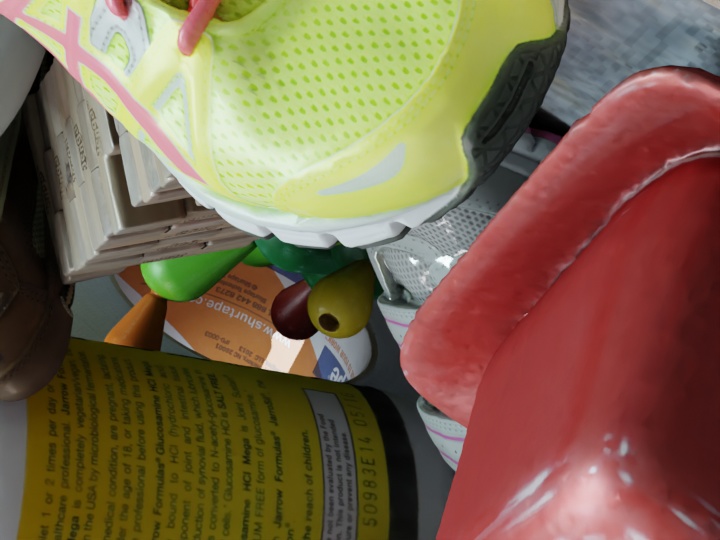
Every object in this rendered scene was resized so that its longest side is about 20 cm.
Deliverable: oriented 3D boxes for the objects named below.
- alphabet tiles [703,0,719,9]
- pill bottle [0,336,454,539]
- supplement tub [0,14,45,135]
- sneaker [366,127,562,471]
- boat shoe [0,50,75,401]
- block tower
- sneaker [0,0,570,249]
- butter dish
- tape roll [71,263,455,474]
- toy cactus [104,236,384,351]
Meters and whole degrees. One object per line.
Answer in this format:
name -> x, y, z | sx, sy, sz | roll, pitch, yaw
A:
alphabet tiles -> -0.008, -0.105, 0.462 | 0.200, 0.015, 0.196 | 31, 172, 2
pill bottle -> -0.080, 0.077, 0.830 | 0.199, 0.113, 0.112 | 11, -179, -23
supplement tub -> -0.179, -0.088, 0.752 | 0.140, 0.141, 0.200 | 35, 172, -29
sneaker -> 0.049, 0.021, 0.764 | 0.200, 0.088, 0.081 | 34, 172, -19
boat shoe -> -0.111, -0.031, 0.821 | 0.075, 0.075, 0.203 | 42, -154, -25
block tower -> -0.037, -0.042, 0.668 | 0.058, 0.054, 0.200 | -10, 174, -18
sneaker -> -0.047, -0.070, 0.518 | 0.200, 0.078, 0.090 | 31, 178, 40
butter dish -> 0.093, 0.080, 0.631 | 0.200, 0.148, 0.199 | 32, 151, -3
tape roll -> -0.054, 0.037, 1.004 | 0.200, 0.066, 0.200 | 21, -155, -10
toy cactus -> 0.000, 0.000, 0.876 | 0.165, 0.103, 0.200 | 22, 165, -5
